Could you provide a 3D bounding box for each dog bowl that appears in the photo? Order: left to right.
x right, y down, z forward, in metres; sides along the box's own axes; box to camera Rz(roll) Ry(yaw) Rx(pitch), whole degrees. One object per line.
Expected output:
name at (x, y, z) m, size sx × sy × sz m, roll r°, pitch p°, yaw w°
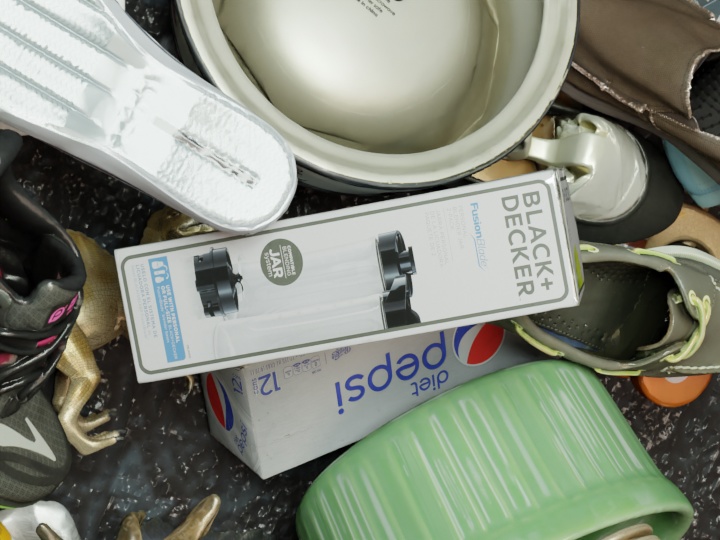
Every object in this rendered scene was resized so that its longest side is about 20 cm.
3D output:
dog bowl at (-0.001, -0.125, 0.996) m, size 0.198 × 0.074 × 0.202 m, roll 5°, pitch 74°, yaw -17°

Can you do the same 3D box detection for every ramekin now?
ramekin at (0.063, 0.131, 1.099) m, size 0.199 × 0.098 × 0.200 m, roll -24°, pitch 159°, yaw -10°

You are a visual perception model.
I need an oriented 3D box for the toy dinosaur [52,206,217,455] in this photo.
toy dinosaur at (-0.145, 0.035, 1.031) m, size 0.199 × 0.058 × 0.102 m, roll -30°, pitch 105°, yaw -28°

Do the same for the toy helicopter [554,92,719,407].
toy helicopter at (0.151, -0.033, 1.165) m, size 0.132 × 0.079 × 0.200 m, roll -42°, pitch 111°, yaw -4°

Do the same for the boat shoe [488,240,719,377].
boat shoe at (0.140, 0.022, 1.086) m, size 0.200 × 0.060 × 0.073 m, roll 14°, pitch 104°, yaw -31°

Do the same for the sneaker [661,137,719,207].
sneaker at (0.242, -0.098, 1.143) m, size 0.199 × 0.074 × 0.082 m, roll -26°, pitch 117°, yaw -17°

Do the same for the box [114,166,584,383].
box at (0.000, 0.000, 0.962) m, size 0.198 × 0.117 × 0.061 m, roll -11°, pitch 92°, yaw 7°

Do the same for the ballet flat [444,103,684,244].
ballet flat at (0.086, -0.058, 1.085) m, size 0.198 × 0.068 × 0.069 m, roll 14°, pitch 83°, yaw -17°

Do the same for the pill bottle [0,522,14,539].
pill bottle at (-0.225, 0.118, 0.940) m, size 0.109 × 0.109 × 0.200 m, roll -41°, pitch 106°, yaw -13°

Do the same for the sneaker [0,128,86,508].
sneaker at (-0.155, 0.024, 0.901) m, size 0.083 × 0.077 × 0.201 m, roll 0°, pitch 128°, yaw 16°

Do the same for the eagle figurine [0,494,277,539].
eagle figurine at (-0.100, 0.201, 1.080) m, size 0.150 × 0.152 × 0.200 m, roll -12°, pitch 156°, yaw 15°

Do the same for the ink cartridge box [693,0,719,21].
ink cartridge box at (0.143, -0.183, 1.125) m, size 0.199 × 0.045 × 0.177 m, roll 18°, pitch 98°, yaw -34°

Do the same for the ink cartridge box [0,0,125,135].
ink cartridge box at (-0.181, -0.162, 0.914) m, size 0.143 × 0.084 × 0.202 m, roll -9°, pitch 111°, yaw -28°

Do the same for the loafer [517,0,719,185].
loafer at (0.159, -0.103, 1.041) m, size 0.199 × 0.071 × 0.073 m, roll 33°, pitch 77°, yaw 6°

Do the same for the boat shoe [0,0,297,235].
boat shoe at (-0.119, -0.078, 0.890) m, size 0.200 × 0.067 × 0.074 m, roll 40°, pitch 80°, yaw -12°

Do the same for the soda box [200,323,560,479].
soda box at (0.015, 0.035, 1.110) m, size 0.199 × 0.063 × 0.069 m, roll -21°, pitch 118°, yaw -24°

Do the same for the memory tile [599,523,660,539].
memory tile at (0.054, 0.190, 1.060) m, size 0.199 × 0.017 × 0.154 m, roll -22°, pitch 158°, yaw -16°
